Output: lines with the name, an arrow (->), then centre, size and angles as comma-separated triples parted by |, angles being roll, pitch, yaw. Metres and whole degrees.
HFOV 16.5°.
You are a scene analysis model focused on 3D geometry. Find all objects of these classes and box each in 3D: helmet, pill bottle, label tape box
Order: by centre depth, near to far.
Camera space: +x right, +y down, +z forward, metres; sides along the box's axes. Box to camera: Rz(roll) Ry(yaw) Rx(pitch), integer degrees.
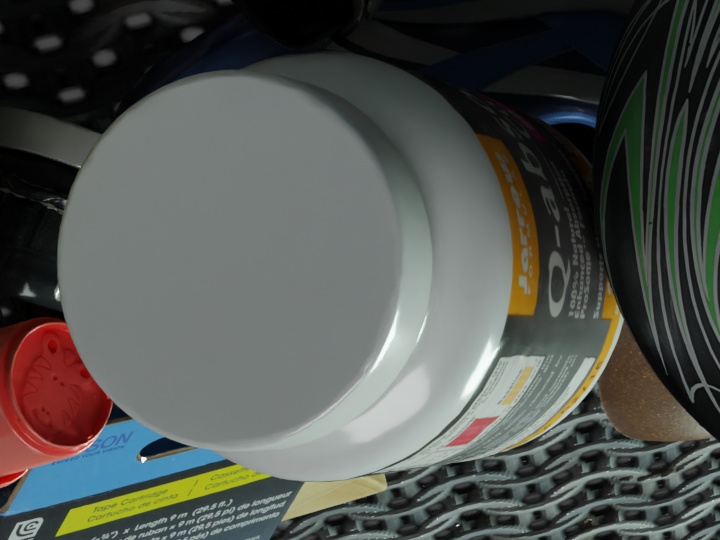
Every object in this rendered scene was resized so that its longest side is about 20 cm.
pill bottle -> 0.000, 0.000, 0.704 | 0.116, 0.117, 0.200 | -24, 171, 17
helmet -> 0.161, -0.034, 0.716 | 0.199, 0.200, 0.191 | -26, 124, 21
label tape box -> -0.097, 0.083, 0.859 | 0.144, 0.063, 0.200 | -11, 145, -41

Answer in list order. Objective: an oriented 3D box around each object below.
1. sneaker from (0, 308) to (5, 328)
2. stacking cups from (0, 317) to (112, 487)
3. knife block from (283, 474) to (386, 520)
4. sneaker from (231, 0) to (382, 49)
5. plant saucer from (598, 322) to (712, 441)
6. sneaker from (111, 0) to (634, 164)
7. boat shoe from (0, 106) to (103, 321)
sneaker -> -0.157, 0.060, 0.929 | 0.087, 0.075, 0.200 | -17, 153, 2
stacking cups -> -0.151, 0.056, 0.760 | 0.060, 0.061, 0.200 | 16, 160, -39
knife block -> -0.055, 0.061, 0.955 | 0.199, 0.064, 0.176 | -17, 167, 7
sneaker -> -0.016, -0.101, 0.689 | 0.060, 0.105, 0.200 | 28, 148, -7
plant saucer -> 0.163, -0.015, 0.886 | 0.200, 0.037, 0.201 | -36, 147, -28
sneaker -> 0.013, -0.045, 0.840 | 0.199, 0.083, 0.074 | -10, 150, 1
boat shoe -> -0.094, 0.001, 0.846 | 0.075, 0.061, 0.200 | 17, 169, 16
